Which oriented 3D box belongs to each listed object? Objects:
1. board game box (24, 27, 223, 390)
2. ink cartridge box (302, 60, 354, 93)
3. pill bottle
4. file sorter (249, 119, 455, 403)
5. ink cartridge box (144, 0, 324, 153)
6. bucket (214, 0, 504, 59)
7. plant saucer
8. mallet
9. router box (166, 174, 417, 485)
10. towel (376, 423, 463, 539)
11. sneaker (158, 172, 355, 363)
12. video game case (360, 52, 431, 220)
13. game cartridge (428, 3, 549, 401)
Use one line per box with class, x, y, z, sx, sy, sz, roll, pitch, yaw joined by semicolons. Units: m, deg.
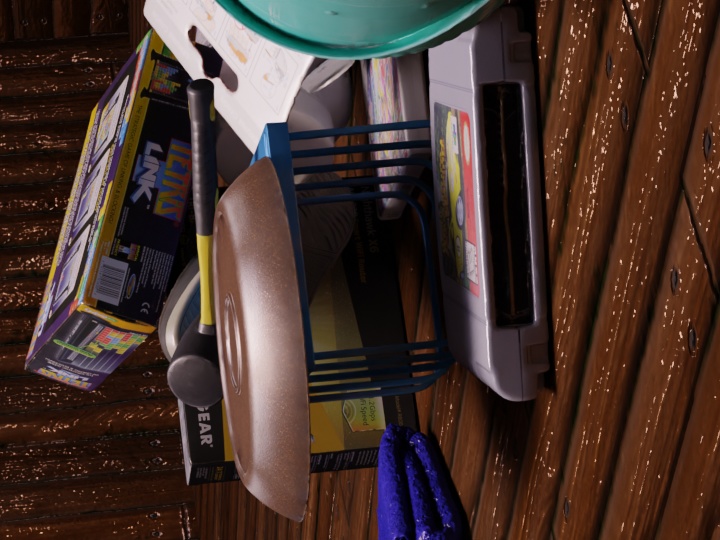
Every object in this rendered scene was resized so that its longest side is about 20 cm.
board game box;-0.158;-0.037;1.743;0.165;0.056;0.201;138;147;-65
ink cartridge box;-0.083;-0.231;1.717;0.047;0.200;0.161;-35;33;31
pill bottle;-0.060;-0.144;1.818;0.201;0.111;0.112;-92;4;-47
file sorter;0.000;0.000;1.538;0.200;0.122;0.140;126;138;-77
ink cartridge box;-0.045;-0.189;1.561;0.160;0.047;0.201;51;131;34
bucket;0.004;-0.197;1.173;0.135;0.206;0.208;96;167;-76
plant saucer;-0.057;0.039;1.432;0.200;0.032;0.201;175;90;-80
mallet;-0.087;-0.021;1.531;0.066;0.041;0.201;-57;-29;-64
router box;-0.051;0.040;1.792;0.052;0.156;0.201;106;157;-68
towel;0.032;0.218;1.690;0.148;0.049;0.201;-113;20;-63
sneaker;-0.088;0.013;1.692;0.075;0.106;0.200;59;-138;-16
video game case;0.020;-0.121;1.662;0.200;0.018;0.144;113;150;-79
game cartridge;0.066;-0.040;1.376;0.133;0.041;0.201;-128;34;-82
